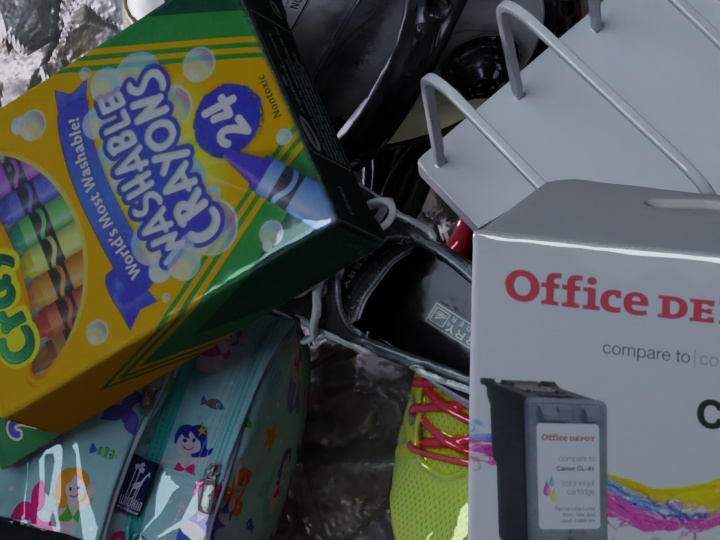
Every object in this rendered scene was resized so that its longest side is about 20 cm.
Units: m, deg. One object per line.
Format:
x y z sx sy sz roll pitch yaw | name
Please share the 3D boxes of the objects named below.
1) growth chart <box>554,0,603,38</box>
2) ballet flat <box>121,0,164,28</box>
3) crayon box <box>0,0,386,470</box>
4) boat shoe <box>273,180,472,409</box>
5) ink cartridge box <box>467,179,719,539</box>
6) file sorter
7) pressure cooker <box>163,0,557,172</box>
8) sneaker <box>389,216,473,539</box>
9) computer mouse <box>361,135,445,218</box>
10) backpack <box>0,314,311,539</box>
0.154 -0.178 1.293 0.200 0.018 0.145 -10 72 27 | growth chart
-0.093 -0.164 1.377 0.071 0.071 0.200 -23 53 23 | ballet flat
-0.103 -0.019 1.168 0.200 0.052 0.126 -31 67 17 | crayon box
-0.001 0.003 1.183 0.199 0.068 0.074 35 86 10 | boat shoe
0.118 0.077 1.045 0.147 0.086 0.200 6 107 23 | ink cartridge box
0.138 -0.078 1.164 0.200 0.125 0.139 -41 72 -8 | file sorter
0.001 -0.151 1.262 0.178 0.176 0.200 -19 53 10 | pressure cooker
0.048 0.042 1.253 0.078 0.090 0.200 11 84 31 | sneaker
-0.056 -0.055 1.366 0.200 0.044 0.110 20 88 32 | computer mouse
-0.102 0.061 1.286 0.150 0.178 0.200 7 76 7 | backpack
